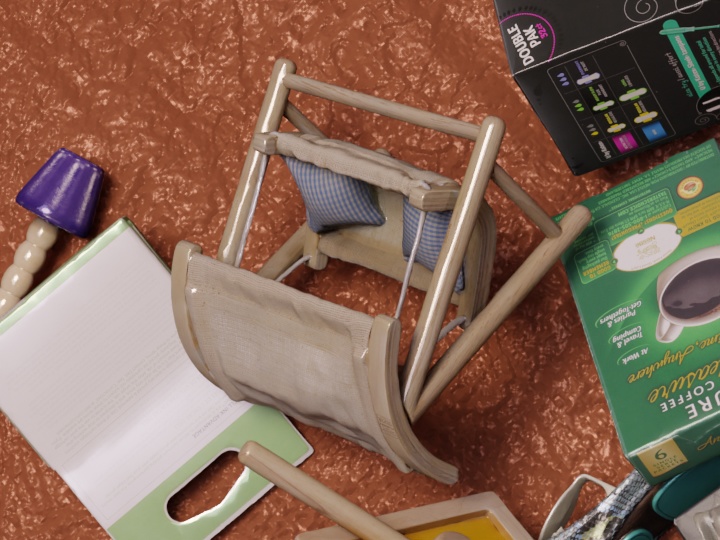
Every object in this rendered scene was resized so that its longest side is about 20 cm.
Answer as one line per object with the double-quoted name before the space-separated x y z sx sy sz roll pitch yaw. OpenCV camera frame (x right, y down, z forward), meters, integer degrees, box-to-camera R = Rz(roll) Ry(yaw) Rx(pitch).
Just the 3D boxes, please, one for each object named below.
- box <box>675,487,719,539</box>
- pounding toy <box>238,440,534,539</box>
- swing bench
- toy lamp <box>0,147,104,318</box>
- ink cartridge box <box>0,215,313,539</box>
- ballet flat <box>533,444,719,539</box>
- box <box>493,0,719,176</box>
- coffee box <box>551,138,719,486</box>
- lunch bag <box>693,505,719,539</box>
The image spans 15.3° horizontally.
"box" 0.305 0.190 1.555 0.148 0.124 0.200 -37 71 7
"pounding toy" 0.032 0.203 1.583 0.200 0.184 0.143 50 132 35
"swing bench" 0.000 0.000 1.654 0.198 0.130 0.201 18 74 44
"toy lamp" -0.236 0.011 1.820 0.058 0.058 0.201 30 90 22
"ink cartridge box" -0.147 0.085 1.772 0.145 0.048 0.200 -40 93 0
"ballet flat" 0.168 0.137 1.652 0.200 0.074 0.074 -44 69 3
"box" 0.190 -0.177 1.660 0.199 0.124 0.149 -20 53 14
"coffee box" 0.197 0.024 1.638 0.123 0.044 0.201 -26 48 12
"lunch bag" 0.287 0.199 1.424 0.163 0.118 0.201 -20 80 14
